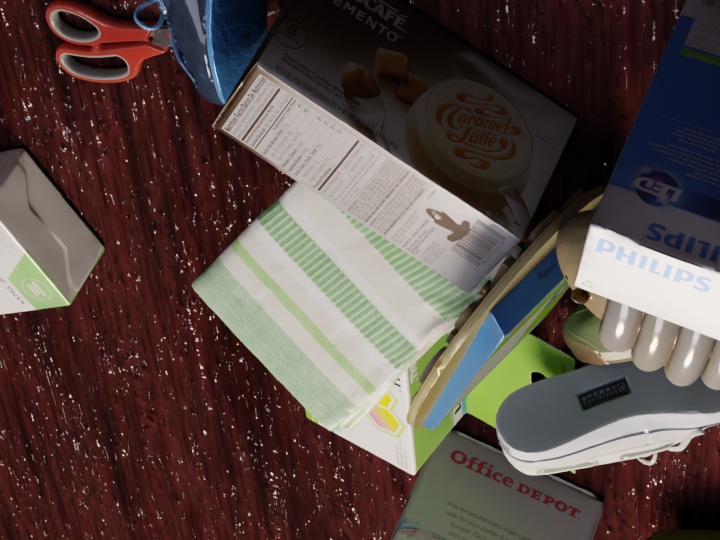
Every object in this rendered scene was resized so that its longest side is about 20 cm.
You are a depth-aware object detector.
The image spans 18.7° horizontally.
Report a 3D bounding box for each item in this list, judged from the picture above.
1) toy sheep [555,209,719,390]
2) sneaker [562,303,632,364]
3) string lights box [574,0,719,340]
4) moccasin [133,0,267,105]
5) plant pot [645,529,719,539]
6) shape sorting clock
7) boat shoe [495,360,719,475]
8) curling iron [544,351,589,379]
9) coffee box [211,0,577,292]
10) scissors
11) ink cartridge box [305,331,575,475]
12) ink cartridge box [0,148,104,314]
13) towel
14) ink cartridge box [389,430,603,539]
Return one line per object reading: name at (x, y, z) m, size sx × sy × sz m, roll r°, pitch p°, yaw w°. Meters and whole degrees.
toy sheep at (0.215, 0.008, 1.324) m, size 0.199 × 0.138 × 0.138 m, roll 16°, pitch 143°, yaw 8°
sneaker at (0.207, 0.001, 1.448) m, size 0.200 × 0.067 × 0.090 m, roll -11°, pitch 121°, yaw 41°
string lights box at (0.203, -0.063, 1.250) m, size 0.102 × 0.200 × 0.059 m, roll 21°, pitch 144°, yaw 9°
moccasin at (-0.108, -0.201, 1.397) m, size 0.068 × 0.080 × 0.201 m, roll 11°, pitch 127°, yaw 28°
plant pot at (0.299, 0.273, 1.644) m, size 0.199 × 0.187 × 0.188 m, roll 21°, pitch 146°, yaw 34°
shape sorting clock at (0.095, 0.023, 1.422) m, size 0.039 × 0.200 × 0.200 m, roll 43°, pitch 145°, yaw 8°
boat shoe at (0.196, 0.102, 1.522) m, size 0.201 × 0.075 × 0.086 m, roll -19°, pitch 150°, yaw 0°
curling iron at (0.223, 0.092, 1.573) m, size 0.199 × 0.026 × 0.050 m, roll 7°, pitch 141°, yaw 25°
coffee box at (0.023, -0.095, 1.397) m, size 0.200 × 0.115 × 0.080 m, roll 33°, pitch 143°, yaw -7°
scissors at (-0.133, -0.158, 1.506) m, size 0.199 × 0.014 × 0.073 m, roll 4°, pitch 136°, yaw 27°
ink cartridge box at (0.055, 0.084, 1.590) m, size 0.199 × 0.076 × 0.148 m, roll 28°, pitch 147°, yaw 26°
ink cartridge box at (-0.318, -0.023, 1.737) m, size 0.199 × 0.067 × 0.117 m, roll -8°, pitch 132°, yaw 38°
towel at (0.000, 0.000, 1.500) m, size 0.153 × 0.023 × 0.200 m, roll 47°, pitch 113°, yaw 1°
ink cartridge box at (0.086, 0.247, 1.701) m, size 0.147 × 0.200 × 0.086 m, roll 26°, pitch 145°, yaw 2°
